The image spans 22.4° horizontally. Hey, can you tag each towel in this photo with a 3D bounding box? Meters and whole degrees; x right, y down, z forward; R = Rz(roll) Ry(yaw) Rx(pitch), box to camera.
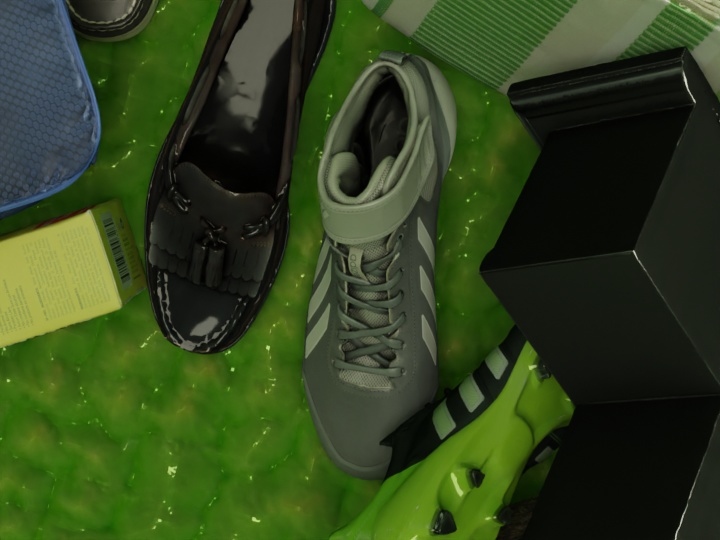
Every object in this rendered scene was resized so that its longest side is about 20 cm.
[{"bbox_3d":[0.104,-0.098,0.774,0.199,0.153,0.024,26,70,-6],"label":"towel"}]

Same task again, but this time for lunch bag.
[{"bbox_3d":[-0.207,-0.114,0.810,0.135,0.132,0.201,-18,99,-15],"label":"lunch bag"}]

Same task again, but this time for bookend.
[{"bbox_3d":[0.112,0.055,0.744,0.092,0.201,0.199,-8,132,41],"label":"bookend"}]

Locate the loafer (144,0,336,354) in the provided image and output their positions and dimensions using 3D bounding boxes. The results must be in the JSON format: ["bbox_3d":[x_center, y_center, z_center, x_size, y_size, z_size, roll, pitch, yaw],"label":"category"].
[{"bbox_3d":[-0.061,-0.055,0.844,0.071,0.063,0.201,15,98,1],"label":"loafer"}]

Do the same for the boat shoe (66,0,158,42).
[{"bbox_3d":[-0.124,-0.206,0.828,0.071,0.065,0.202,2,98,1],"label":"boat shoe"}]

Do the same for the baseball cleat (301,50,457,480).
[{"bbox_3d":[0.000,0.000,0.826,0.069,0.106,0.202,4,93,15],"label":"baseball cleat"}]

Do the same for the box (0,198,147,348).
[{"bbox_3d":[-0.205,0.020,0.857,0.199,0.075,0.050,-17,96,6],"label":"box"}]

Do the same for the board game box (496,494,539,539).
[{"bbox_3d":[0.068,0.229,0.815,0.096,0.159,0.201,-22,95,23],"label":"board game box"}]

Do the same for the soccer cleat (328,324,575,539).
[{"bbox_3d":[0.058,0.066,0.822,0.200,0.081,0.068,-47,117,-34],"label":"soccer cleat"}]
